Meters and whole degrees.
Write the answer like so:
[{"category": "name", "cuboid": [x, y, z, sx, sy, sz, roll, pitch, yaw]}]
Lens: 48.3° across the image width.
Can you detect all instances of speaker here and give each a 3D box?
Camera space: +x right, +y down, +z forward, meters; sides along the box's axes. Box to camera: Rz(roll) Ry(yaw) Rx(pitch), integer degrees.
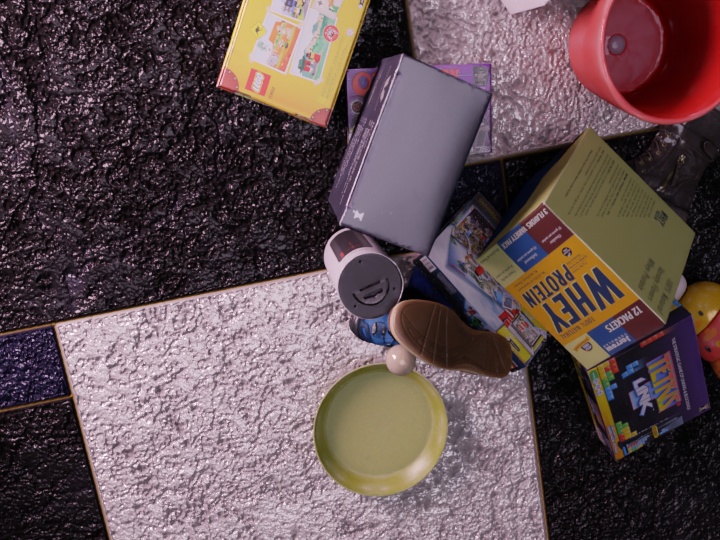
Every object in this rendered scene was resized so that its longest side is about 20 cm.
[{"category": "speaker", "cuboid": [0.000, 0.000, 1.024, 0.079, 0.200, 0.083, -1, 102, -7]}]

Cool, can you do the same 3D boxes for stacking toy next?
[{"category": "stacking toy", "cuboid": [0.500, 0.067, 1.154, 0.198, 0.146, 0.148, 33, 97, 6]}]

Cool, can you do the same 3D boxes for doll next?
[{"category": "doll", "cuboid": [0.091, 0.053, 1.064, 0.135, 0.049, 0.201, 32, 60, 0]}]

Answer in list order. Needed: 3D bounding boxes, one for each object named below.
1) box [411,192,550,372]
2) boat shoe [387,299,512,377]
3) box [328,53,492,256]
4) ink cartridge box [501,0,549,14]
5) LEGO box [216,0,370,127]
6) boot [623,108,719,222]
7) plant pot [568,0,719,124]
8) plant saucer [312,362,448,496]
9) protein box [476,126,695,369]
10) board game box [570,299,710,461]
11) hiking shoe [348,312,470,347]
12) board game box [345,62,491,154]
[{"category": "box", "cuboid": [0.180, 0.014, 1.072, 0.200, 0.038, 0.137, 48, 58, -3]}, {"category": "boat shoe", "cuboid": [0.099, 0.088, 0.986, 0.198, 0.071, 0.074, 19, 73, -36]}, {"category": "box", "cuboid": [0.051, -0.144, 0.975, 0.116, 0.200, 0.200, 20, 100, -9]}, {"category": "ink cartridge box", "cuboid": [0.238, -0.441, 0.987, 0.199, 0.147, 0.145, -41, 103, 3]}, {"category": "LEGO box", "cuboid": [-0.080, -0.302, 1.014, 0.146, 0.077, 0.203, 19, 99, -10]}, {"category": "boot", "cuboid": [0.412, -0.172, 1.114, 0.197, 0.069, 0.177, 23, 93, -15]}, {"category": "plant pot", "cuboid": [0.359, -0.291, 1.018, 0.196, 0.177, 0.205, -2, 103, -7]}, {"category": "plant saucer", "cuboid": [0.028, 0.226, 1.163, 0.196, 0.031, 0.204, -1, 101, -7]}, {"category": "protein box", "cuboid": [0.289, -0.030, 1.022, 0.200, 0.199, 0.135, 43, 137, -3]}, {"category": "board game box", "cuboid": [0.402, 0.157, 1.146, 0.163, 0.057, 0.202, -28, 125, 1]}, {"category": "hiking shoe", "cuboid": [0.083, 0.082, 1.110, 0.196, 0.087, 0.076, 6, 101, -8]}, {"category": "board game box", "cuboid": [0.079, -0.212, 1.079, 0.196, 0.032, 0.123, -4, 98, -6]}]
